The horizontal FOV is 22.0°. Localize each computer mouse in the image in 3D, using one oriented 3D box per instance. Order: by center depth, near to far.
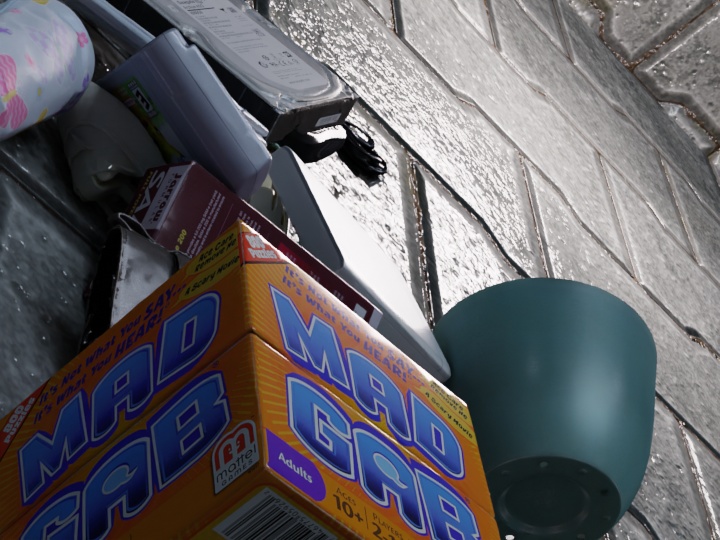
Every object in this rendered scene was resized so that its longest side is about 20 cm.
[{"bbox_3d":[-0.060,-0.130,1.700,0.139,0.053,0.200,53,18,14],"label":"computer mouse"}]

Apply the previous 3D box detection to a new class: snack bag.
[{"bbox_3d":[-0.163,-0.168,1.433,0.188,0.021,0.200,37,0,11],"label":"snack bag"}]

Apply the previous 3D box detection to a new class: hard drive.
[{"bbox_3d":[0.000,0.000,1.461,0.200,0.027,0.132,45,15,-52],"label":"hard drive"},{"bbox_3d":[-0.112,-0.190,1.596,0.200,0.038,0.140,40,26,17],"label":"hard drive"}]

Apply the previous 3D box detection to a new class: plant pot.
[{"bbox_3d":[0.149,0.133,1.528,0.200,0.200,0.161,41,34,-29],"label":"plant pot"}]

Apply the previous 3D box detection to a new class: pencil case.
[{"bbox_3d":[-0.248,-0.132,1.236,0.091,0.083,0.200,61,18,-6],"label":"pencil case"}]

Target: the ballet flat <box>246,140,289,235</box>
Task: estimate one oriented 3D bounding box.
[{"bbox_3d":[-0.086,-0.049,1.474,0.074,0.074,0.200,44,18,-22],"label":"ballet flat"}]

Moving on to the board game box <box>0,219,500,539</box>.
[{"bbox_3d":[-0.062,0.142,1.011,0.200,0.200,0.200,39,23,-31],"label":"board game box"}]

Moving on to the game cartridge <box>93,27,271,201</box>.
[{"bbox_3d":[-0.133,-0.098,1.342,0.134,0.040,0.200,52,-19,-10],"label":"game cartridge"}]

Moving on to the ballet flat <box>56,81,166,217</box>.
[{"bbox_3d":[-0.165,-0.051,1.330,0.200,0.069,0.069,53,20,-1],"label":"ballet flat"}]

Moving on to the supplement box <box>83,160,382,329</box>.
[{"bbox_3d":[-0.085,0.024,1.297,0.200,0.061,0.109,40,62,-32],"label":"supplement box"}]

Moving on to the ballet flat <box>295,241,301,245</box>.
[{"bbox_3d":[-0.022,0.061,1.447,0.067,0.064,0.201,-6,47,-15],"label":"ballet flat"}]

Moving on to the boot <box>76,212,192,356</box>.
[{"bbox_3d":[-0.109,0.076,1.196,0.173,0.069,0.201,14,69,-38],"label":"boot"}]
